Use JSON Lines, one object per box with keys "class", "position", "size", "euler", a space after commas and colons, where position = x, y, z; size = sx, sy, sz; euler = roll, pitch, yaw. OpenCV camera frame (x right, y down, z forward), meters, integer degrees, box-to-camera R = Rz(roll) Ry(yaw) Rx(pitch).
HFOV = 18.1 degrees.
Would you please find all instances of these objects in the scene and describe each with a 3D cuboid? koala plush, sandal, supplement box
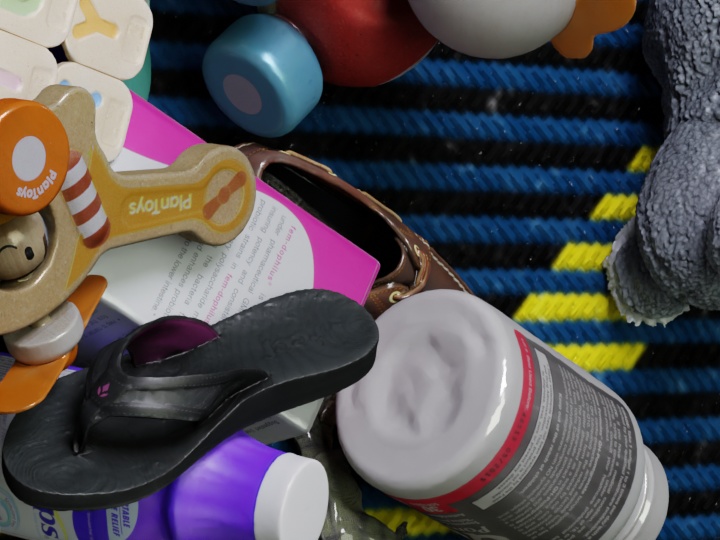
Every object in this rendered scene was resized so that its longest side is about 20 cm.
{"class": "koala plush", "position": [0.218, -0.063, 1.298], "size": [0.183, 0.177, 0.201], "euler": [32, 71, -15]}
{"class": "sandal", "position": [-0.077, 0.044, 1.003], "size": [0.200, 0.075, 0.048], "euler": [-26, 137, -36]}
{"class": "supplement box", "position": [-0.106, -0.005, 1.099], "size": [0.199, 0.103, 0.102], "euler": [34, 62, -18]}

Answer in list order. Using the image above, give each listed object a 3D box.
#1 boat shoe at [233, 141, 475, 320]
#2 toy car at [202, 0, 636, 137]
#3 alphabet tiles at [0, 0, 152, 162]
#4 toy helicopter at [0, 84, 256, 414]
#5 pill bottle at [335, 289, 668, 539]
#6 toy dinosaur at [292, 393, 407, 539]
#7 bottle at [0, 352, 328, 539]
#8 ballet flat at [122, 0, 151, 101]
{"class": "boat shoe", "position": [0.000, 0.000, 1.203], "size": [0.199, 0.070, 0.071], "euler": [32, 68, -29]}
{"class": "toy car", "position": [0.046, -0.149, 1.137], "size": [0.184, 0.199, 0.178], "euler": [-47, 151, -33]}
{"class": "alphabet tiles", "position": [-0.164, -0.128, 0.982], "size": [0.195, 0.015, 0.202], "euler": [21, 81, -43]}
{"class": "toy helicopter", "position": [-0.118, -0.015, 0.982], "size": [0.199, 0.079, 0.133], "euler": [-11, 105, -48]}
{"class": "pill bottle", "position": [0.084, 0.096, 1.208], "size": [0.200, 0.110, 0.111], "euler": [33, 69, -47]}
{"class": "toy dinosaur", "position": [0.003, 0.145, 1.179], "size": [0.088, 0.047, 0.201], "euler": [35, 29, -40]}
{"class": "bottle", "position": [-0.112, 0.092, 1.048], "size": [0.065, 0.199, 0.084], "euler": [-32, 128, -57]}
{"class": "ballet flat", "position": [-0.142, -0.169, 1.121], "size": [0.067, 0.070, 0.201], "euler": [-21, 99, -32]}
